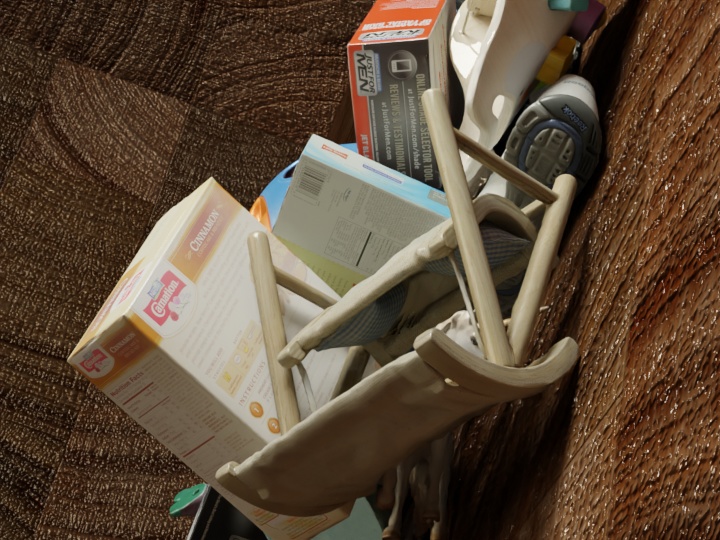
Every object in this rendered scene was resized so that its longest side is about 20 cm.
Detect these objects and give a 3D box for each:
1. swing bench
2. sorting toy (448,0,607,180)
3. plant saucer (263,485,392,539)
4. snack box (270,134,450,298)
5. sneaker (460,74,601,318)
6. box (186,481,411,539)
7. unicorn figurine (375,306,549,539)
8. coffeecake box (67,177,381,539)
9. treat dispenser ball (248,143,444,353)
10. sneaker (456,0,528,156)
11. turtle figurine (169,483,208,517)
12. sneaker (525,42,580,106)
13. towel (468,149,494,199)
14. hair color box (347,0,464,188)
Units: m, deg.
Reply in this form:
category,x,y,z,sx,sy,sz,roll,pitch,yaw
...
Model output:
category,x,y,z,sx,sy,sz,roll,pitch,yaw
swing bench,0.025,0.037,1.057,0.199,0.129,0.201,-34,39,39
sorting toy,0.103,-0.154,1.180,0.200,0.106,0.181,102,-167,-67
plant saucer,-0.024,0.180,1.307,0.039,0.201,0.201,-31,-16,-29
snack box,-0.018,0.014,1.236,0.037,0.115,0.201,-65,-1,-60
sneaker,0.114,-0.046,1.173,0.201,0.074,0.087,-59,0,34
box,-0.048,0.191,1.417,0.050,0.157,0.201,-79,11,-58
unicorn figurine,0.050,0.109,1.173,0.200,0.073,0.138,128,156,-65
coffeecake box,-0.075,0.062,1.154,0.073,0.200,0.154,-35,18,39
treat dispenser ball,0.000,0.000,1.362,0.201,0.199,0.202,-161,90,-84
sneaker,0.096,-0.168,1.432,0.201,0.111,0.073,-78,8,-50
turtle figurine,-0.079,0.256,1.546,0.100,0.201,0.150,-30,15,23
sneaker,0.134,-0.202,1.367,0.201,0.079,0.074,-76,6,-52
towel,0.085,-0.029,1.491,0.133,0.034,0.201,-83,14,-58
hair color box,0.038,-0.142,1.293,0.200,0.063,0.112,-70,-25,-70
